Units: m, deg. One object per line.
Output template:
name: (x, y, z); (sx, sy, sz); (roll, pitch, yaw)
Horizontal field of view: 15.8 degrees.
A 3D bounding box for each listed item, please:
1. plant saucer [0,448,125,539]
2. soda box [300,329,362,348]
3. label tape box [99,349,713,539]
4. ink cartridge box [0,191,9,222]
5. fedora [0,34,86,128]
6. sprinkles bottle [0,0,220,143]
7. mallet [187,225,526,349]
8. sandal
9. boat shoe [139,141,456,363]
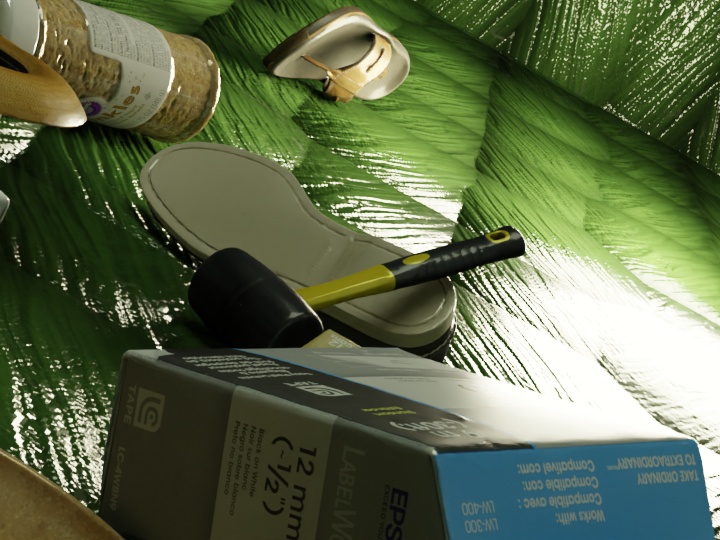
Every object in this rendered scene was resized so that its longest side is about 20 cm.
plant saucer: (-0.139, 0.085, 0.738); (0.199, 0.036, 0.200); (28, 11, -6)
soda box: (0.045, 0.103, 0.981); (0.199, 0.064, 0.068); (30, 27, 16)
label tape box: (0.037, 0.075, 0.826); (0.199, 0.067, 0.143); (13, 6, 40)
ink cartridge box: (-0.247, -0.051, 0.936); (0.200, 0.084, 0.146); (38, 15, 37)
fedora: (-0.220, -0.083, 1.152); (0.200, 0.082, 0.201); (25, 8, -4)
sprinkles bottle: (-0.163, -0.122, 1.490); (0.068, 0.069, 0.200); (37, 13, 32)
mallet: (0.000, 0.000, 1.280); (0.066, 0.041, 0.199); (34, 36, 28)
sandal: (-0.008, -0.161, 2.078); (0.055, 0.082, 0.200); (57, 14, 20)
boat shoe: (-0.036, 0.000, 1.362); (0.199, 0.073, 0.063); (29, -33, 25)
